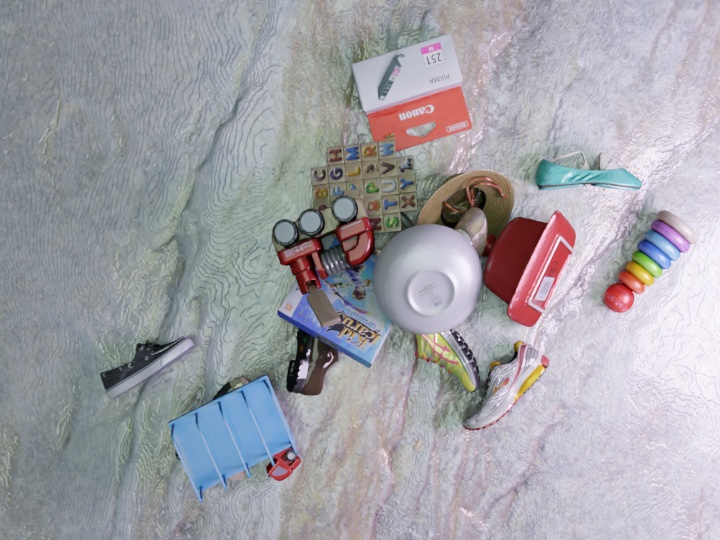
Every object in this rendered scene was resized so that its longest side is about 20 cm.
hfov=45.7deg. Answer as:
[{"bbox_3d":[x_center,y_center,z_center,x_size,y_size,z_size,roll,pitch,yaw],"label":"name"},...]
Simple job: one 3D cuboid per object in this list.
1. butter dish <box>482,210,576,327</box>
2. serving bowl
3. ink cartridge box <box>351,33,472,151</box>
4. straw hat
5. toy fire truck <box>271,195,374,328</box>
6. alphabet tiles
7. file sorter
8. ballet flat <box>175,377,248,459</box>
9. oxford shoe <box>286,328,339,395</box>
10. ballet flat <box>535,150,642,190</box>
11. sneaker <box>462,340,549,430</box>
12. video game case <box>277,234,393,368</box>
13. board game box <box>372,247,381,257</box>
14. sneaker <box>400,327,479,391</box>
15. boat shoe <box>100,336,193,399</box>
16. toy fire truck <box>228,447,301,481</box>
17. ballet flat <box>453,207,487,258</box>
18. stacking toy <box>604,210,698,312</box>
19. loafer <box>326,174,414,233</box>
[{"bbox_3d":[0.283,-0.019,1.540,0.146,0.199,0.203,26,92,26],"label":"butter dish"},{"bbox_3d":[0.120,0.026,1.488,0.195,0.066,0.204,-1,112,-2],"label":"serving bowl"},{"bbox_3d":[0.098,-0.328,1.606,0.196,0.044,0.177,-16,88,4],"label":"ink cartridge box"},{"bbox_3d":[0.184,-0.129,1.575,0.198,0.202,0.086,-24,47,4],"label":"straw hat"},{"bbox_3d":[-0.051,-0.012,1.499,0.173,0.129,0.204,-20,86,5],"label":"toy fire truck"},{"bbox_3d":[0.005,-0.150,1.566,0.196,0.006,0.170,-5,85,13],"label":"alphabet tiles"},{"bbox_3d":[-0.223,0.300,1.514,0.197,0.123,0.141,-25,97,-11],"label":"file sorter"},{"bbox_3d":[-0.278,0.289,1.631,0.066,0.057,0.201,39,93,2],"label":"ballet flat"},{"bbox_3d":[-0.078,0.137,1.618,0.083,0.072,0.204,16,86,-23],"label":"oxford shoe"},{"bbox_3d":[0.420,-0.183,1.566,0.195,0.067,0.072,1,98,6],"label":"ballet flat"},{"bbox_3d":[0.258,0.216,1.585,0.082,0.078,0.200,42,84,7],"label":"sneaker"},{"bbox_3d":[-0.025,0.049,1.569,0.197,0.046,0.183,28,74,3],"label":"video game case"},{"bbox_3d":[0.000,0.000,1.627,0.197,0.019,0.105,25,91,4],"label":"board game box"},{"bbox_3d":[0.148,0.148,1.594,0.090,0.078,0.202,-37,82,12],"label":"sneaker"},{"bbox_3d":[-0.415,0.171,1.641,0.198,0.070,0.067,-32,89,12],"label":"boat shoe"},{"bbox_3d":[-0.223,0.341,1.603,0.200,0.049,0.141,45,83,-10],"label":"toy fire truck"},{"bbox_3d":[0.175,-0.018,1.546,0.068,0.067,0.203,34,124,31],"label":"ballet flat"},{"bbox_3d":[0.520,-0.008,1.557,0.085,0.085,0.201,38,97,3],"label":"stacking toy"},{"bbox_3d":[0.013,-0.107,1.603,0.198,0.075,0.071,30,96,14],"label":"loafer"}]
